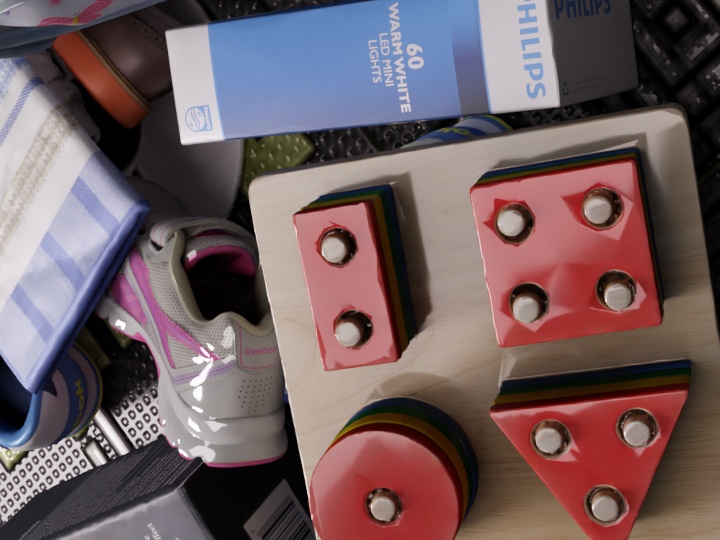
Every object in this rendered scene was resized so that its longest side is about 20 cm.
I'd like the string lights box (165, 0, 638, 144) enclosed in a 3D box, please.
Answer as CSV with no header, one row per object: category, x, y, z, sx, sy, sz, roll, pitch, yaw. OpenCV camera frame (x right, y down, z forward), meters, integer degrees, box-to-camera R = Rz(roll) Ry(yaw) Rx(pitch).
string lights box,0.019,-0.101,0.736,0.199,0.103,0.059,-2,99,31

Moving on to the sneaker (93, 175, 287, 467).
sneaker,-0.083,0.005,0.805,0.200,0.081,0.089,51,133,39

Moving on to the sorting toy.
sorting toy,0.057,0.045,0.682,0.198,0.070,0.200,-8,100,14

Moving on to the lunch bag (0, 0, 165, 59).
lunch bag,-0.155,-0.206,0.759,0.171,0.199,0.127,65,164,1

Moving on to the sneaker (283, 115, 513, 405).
sneaker,0.000,0.000,0.783,0.074,0.082,0.200,47,122,11

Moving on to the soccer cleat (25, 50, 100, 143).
soccer cleat,-0.194,-0.105,0.890,0.086,0.070,0.202,-8,95,9

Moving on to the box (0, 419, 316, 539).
box,-0.105,0.181,0.854,0.199,0.107,0.149,-25,101,31

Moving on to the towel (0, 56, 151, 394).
towel,-0.200,-0.050,0.833,0.200,0.024,0.147,47,122,20

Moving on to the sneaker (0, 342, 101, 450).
sneaker,-0.242,0.033,0.894,0.199,0.082,0.074,34,105,-1

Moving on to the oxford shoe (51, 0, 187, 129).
oxford shoe,-0.158,-0.173,0.857,0.072,0.071,0.200,-39,79,4
